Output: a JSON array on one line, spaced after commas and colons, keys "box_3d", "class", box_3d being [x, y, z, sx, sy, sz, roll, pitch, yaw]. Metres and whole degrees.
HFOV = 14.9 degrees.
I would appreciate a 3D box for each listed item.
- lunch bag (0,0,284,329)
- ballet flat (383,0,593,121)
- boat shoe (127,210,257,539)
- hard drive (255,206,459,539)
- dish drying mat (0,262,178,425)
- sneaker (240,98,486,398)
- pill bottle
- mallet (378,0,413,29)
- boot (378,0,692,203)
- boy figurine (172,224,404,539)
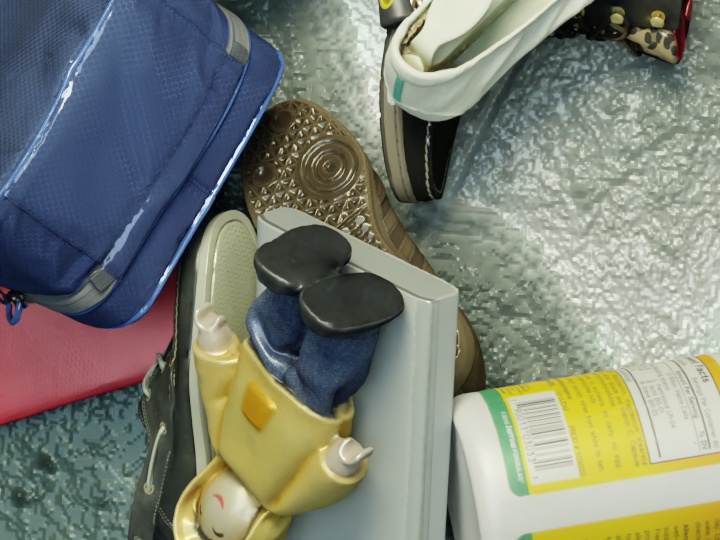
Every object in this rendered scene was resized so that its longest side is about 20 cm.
[{"box_3d": [-0.140, -0.064, 1.416, 0.136, 0.132, 0.200, 22, 81, 55], "class": "lunch bag"}, {"box_3d": [0.088, -0.156, 1.364, 0.069, 0.069, 0.200, 44, 89, 9], "class": "ballet flat"}, {"box_3d": [-0.090, 0.065, 1.447, 0.067, 0.072, 0.201, 12, 106, 28], "class": "boat shoe"}, {"box_3d": [-0.006, 0.082, 1.392, 0.132, 0.026, 0.201, 26, 124, 43], "class": "hard drive"}, {"box_3d": [-0.157, 0.032, 1.498, 0.199, 0.018, 0.077, -17, 86, 11], "class": "dish drying mat"}, {"box_3d": [0.000, 0.000, 1.447, 0.070, 0.076, 0.200, -31, 61, 1], "class": "sneaker"}, {"box_3d": [0.147, 0.103, 1.376, 0.199, 0.113, 0.113, -9, 87, -7], "class": "pill bottle"}, {"box_3d": [0.009, -0.226, 1.404, 0.066, 0.041, 0.201, -25, 76, 34], "class": "mallet"}, {"box_3d": [0.093, -0.127, 1.429, 0.150, 0.073, 0.201, 8, 85, 11], "class": "boot"}, {"box_3d": [-0.046, 0.069, 1.364, 0.124, 0.064, 0.200, 45, 133, 24], "class": "boy figurine"}]
